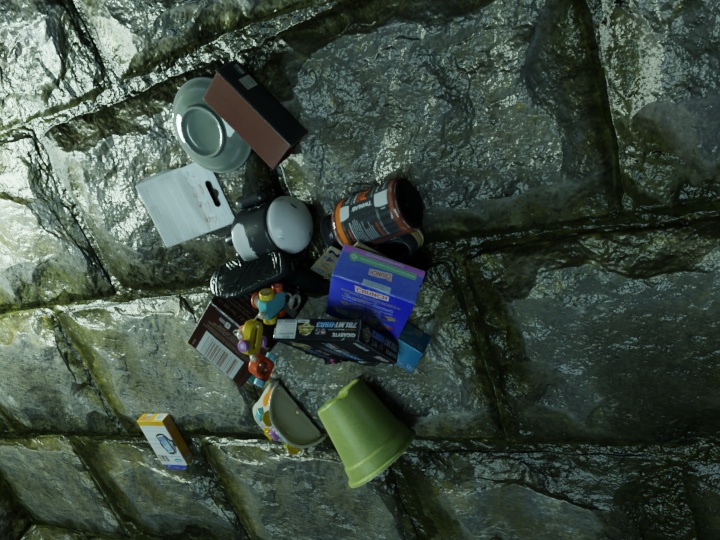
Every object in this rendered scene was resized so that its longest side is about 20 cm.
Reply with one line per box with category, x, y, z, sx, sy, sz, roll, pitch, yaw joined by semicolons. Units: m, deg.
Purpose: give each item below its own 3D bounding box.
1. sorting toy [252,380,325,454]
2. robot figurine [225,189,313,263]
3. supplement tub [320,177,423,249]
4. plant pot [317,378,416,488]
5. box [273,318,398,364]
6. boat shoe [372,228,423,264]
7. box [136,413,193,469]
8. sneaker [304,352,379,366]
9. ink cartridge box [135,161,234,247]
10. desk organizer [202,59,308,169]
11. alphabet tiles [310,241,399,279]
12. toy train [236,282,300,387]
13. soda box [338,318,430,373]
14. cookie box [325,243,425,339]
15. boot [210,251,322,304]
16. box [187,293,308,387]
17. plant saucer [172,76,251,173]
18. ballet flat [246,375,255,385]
sorting toy;-0.220;0.410;1.707;0.201;0.107;0.179;51;147;-9
robot figurine;-0.191;-0.084;1.352;0.197;0.149;0.128;-14;72;34
supplement tub;0.016;-0.100;1.242;0.197;0.107;0.108;-18;111;33
plant pot;0.001;0.366;1.505;0.200;0.200;0.186;-38;88;38
box;-0.046;0.144;1.310;0.194;0.051;0.200;1;162;26
boat shoe;0.048;-0.023;1.301;0.075;0.062;0.199;47;132;-9
box;-0.605;0.537;2.005;0.117;0.042;0.203;-7;118;30
sneaker;-0.042;0.190;1.468;0.195;0.084;0.078;8;124;23
ink cartridge box;-0.395;-0.160;1.471;0.196;0.050;0.165;-18;111;15
desk organizer;-0.207;-0.304;1.254;0.200;0.072;0.077;45;131;-4
alphabet tiles;0.000;0.000;1.298;0.164;0.008;0.200;27;153;-13
toy train;-0.197;0.124;1.295;0.055;0.204;0.150;13;164;27
soda box;0.049;0.133;1.397;0.197;0.064;0.069;31;129;6
cookie box;0.025;0.047;1.274;0.167;0.077;0.201;19;154;1
boot;-0.196;0.032;1.369;0.196;0.078;0.168;-16;155;21
box;-0.254;0.113;1.454;0.165;0.201;0.165;38;130;-1
plant saucer;-0.316;-0.292;1.325;0.195;0.050;0.205;11;122;18
ballet flat;-0.312;0.202;1.633;0.070;0.069;0.204;8;125;45
